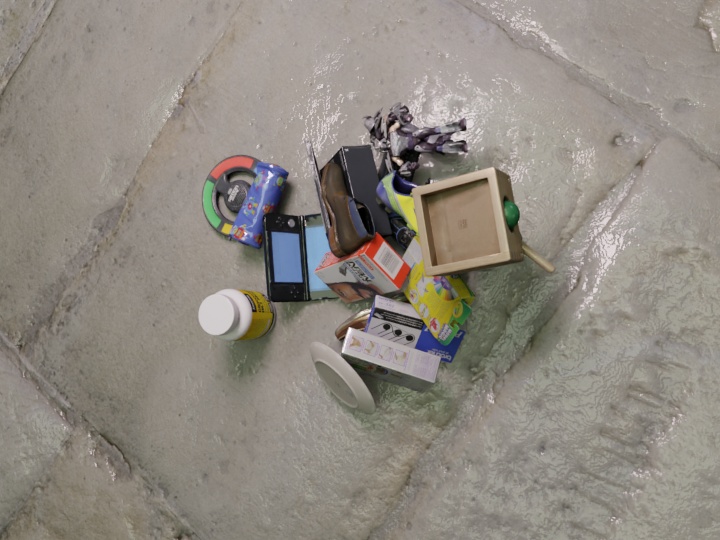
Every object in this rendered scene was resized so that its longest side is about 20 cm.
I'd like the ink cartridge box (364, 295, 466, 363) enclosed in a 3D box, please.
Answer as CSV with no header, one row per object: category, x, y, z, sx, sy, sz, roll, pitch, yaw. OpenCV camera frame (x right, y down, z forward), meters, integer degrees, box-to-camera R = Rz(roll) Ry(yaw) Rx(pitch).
ink cartridge box,0.113,0.124,1.278,0.197,0.044,0.095,15,124,-5

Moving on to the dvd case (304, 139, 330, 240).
dvd case,-0.086,-0.165,1.318,0.016,0.149,0.204,-12,83,-1

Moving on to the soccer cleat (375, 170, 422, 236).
soccer cleat,0.122,-0.128,1.254,0.199,0.065,0.084,35,127,-9

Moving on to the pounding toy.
pounding toy,0.220,-0.070,1.079,0.197,0.142,0.188,-11,85,28

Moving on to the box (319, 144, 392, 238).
box,-0.013,-0.153,1.332,0.078,0.141,0.204,-10,82,-24

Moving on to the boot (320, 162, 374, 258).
boot,-0.020,-0.135,1.225,0.096,0.074,0.204,-18,74,38

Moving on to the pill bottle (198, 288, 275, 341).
pill bottle,-0.276,0.100,1.360,0.110,0.200,0.115,-1,86,15

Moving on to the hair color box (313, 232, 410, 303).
hair color box,0.000,0.000,1.283,0.111,0.199,0.064,44,60,-18

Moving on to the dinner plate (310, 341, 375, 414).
dinner plate,-0.045,0.237,1.297,0.200,0.201,0.024,42,65,15

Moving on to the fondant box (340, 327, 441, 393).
fondant box,0.056,0.190,1.264,0.197,0.145,0.059,17,70,1

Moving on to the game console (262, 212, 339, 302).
game console,-0.119,-0.035,1.374,0.117,0.169,0.204,-11,82,41

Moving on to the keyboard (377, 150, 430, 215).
keyboard,0.092,-0.176,1.326,0.125,0.021,0.203,19,119,4

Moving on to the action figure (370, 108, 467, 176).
action figure,0.117,-0.265,1.236,0.196,0.070,0.132,-7,112,5

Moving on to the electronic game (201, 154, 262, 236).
electronic game,-0.294,-0.179,1.468,0.196,0.042,0.204,-1,86,16

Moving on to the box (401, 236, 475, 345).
box,0.151,0.040,1.216,0.201,0.048,0.118,58,137,33

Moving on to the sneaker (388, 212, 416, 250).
sneaker,0.130,-0.058,1.308,0.198,0.078,0.071,30,121,10

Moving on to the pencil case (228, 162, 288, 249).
pencil case,-0.235,-0.151,1.399,0.086,0.078,0.203,24,93,36

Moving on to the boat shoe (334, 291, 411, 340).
boat shoe,0.035,0.116,1.340,0.198,0.076,0.073,-26,82,14

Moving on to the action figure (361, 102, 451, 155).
action figure,0.096,-0.303,1.322,0.197,0.130,0.071,16,77,0
